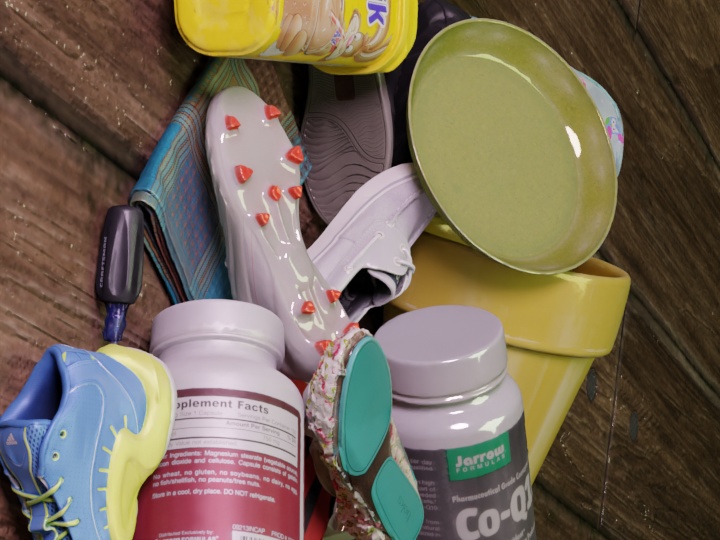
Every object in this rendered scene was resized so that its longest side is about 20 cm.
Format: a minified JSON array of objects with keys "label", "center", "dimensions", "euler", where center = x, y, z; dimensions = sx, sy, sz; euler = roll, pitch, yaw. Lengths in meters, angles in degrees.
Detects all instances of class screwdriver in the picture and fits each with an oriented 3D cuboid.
[{"label":"screwdriver","center":[-0.154,0.059,1.106],"dimensions":[0.028,0.029,0.201],"euler":[18,79,-63]}]

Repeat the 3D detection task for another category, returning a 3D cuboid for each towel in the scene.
[{"label":"towel","center":[-0.089,-0.061,1.236],"dimensions":[0.200,0.022,0.147],"euler":[-65,146,-41]}]

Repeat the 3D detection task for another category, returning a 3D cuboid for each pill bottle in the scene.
[{"label":"pill bottle","center":[0.066,0.135,1.329],"dimensions":[0.113,0.113,0.201],"euler":[-46,133,-55]},{"label":"pill bottle","center":[-0.090,0.126,1.117],"dimensions":[0.113,0.112,0.201],"euler":[46,38,-56]}]

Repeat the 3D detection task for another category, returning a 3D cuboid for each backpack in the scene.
[{"label":"backpack","center":[0.110,-0.111,1.465],"dimensions":[0.199,0.126,0.168],"euler":[26,68,-27]}]

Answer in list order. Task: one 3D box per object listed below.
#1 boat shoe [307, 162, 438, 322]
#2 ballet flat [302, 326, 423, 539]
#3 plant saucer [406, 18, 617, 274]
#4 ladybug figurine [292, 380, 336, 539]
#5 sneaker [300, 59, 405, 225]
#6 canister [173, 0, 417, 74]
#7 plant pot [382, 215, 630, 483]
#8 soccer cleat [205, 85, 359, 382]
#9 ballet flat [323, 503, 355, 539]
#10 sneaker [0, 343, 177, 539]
[{"label":"boat shoe","center":[0.000,0.000,1.292],"dimensions":[0.200,0.068,0.072],"euler":[-39,143,-31]},{"label":"ballet flat","center":[-0.009,0.112,1.185],"dimensions":[0.076,0.064,0.201],"euler":[-51,143,-36]},{"label":"plant saucer","center":[0.107,-0.088,1.352],"dimensions":[0.199,0.031,0.201],"euler":[16,63,-33]},{"label":"ladybug figurine","center":[-0.064,0.151,1.235],"dimensions":[0.136,0.072,0.201],"euler":[64,36,-43]},{"label":"sneaker","center":[0.007,-0.133,1.373],"dimensions":[0.106,0.074,0.201],"euler":[-22,114,-65]},{"label":"canister","center":[-0.040,-0.206,1.202],"dimensions":[0.200,0.086,0.149],"euler":[-9,100,-64]},{"label":"plant pot","center":[0.095,0.068,1.454],"dimensions":[0.201,0.200,0.190],"euler":[-1,108,-64]},{"label":"soccer cleat","center":[-0.065,-0.020,1.198],"dimensions":[0.069,0.077,0.201],"euler":[-20,90,-42]},{"label":"ballet flat","center":[-0.029,0.198,1.317],"dimensions":[0.071,0.065,0.201],"euler":[47,50,-56]},{"label":"sneaker","center":[-0.172,0.134,1.033],"dimensions":[0.105,0.076,0.201],"euler":[25,68,-43]}]
